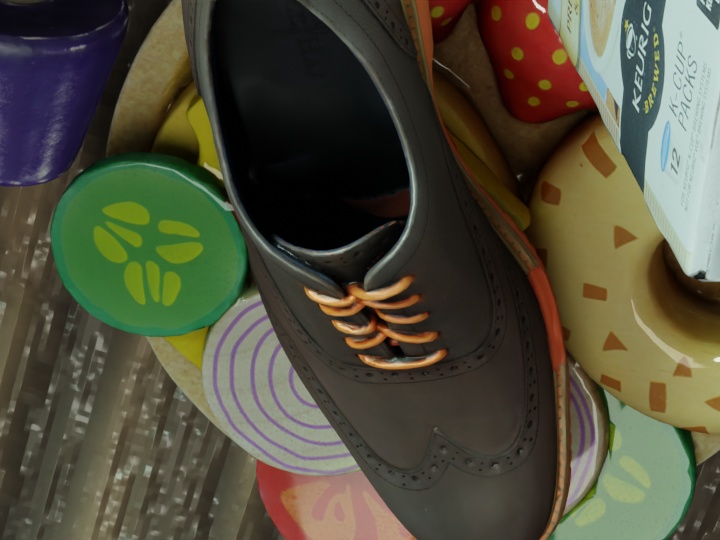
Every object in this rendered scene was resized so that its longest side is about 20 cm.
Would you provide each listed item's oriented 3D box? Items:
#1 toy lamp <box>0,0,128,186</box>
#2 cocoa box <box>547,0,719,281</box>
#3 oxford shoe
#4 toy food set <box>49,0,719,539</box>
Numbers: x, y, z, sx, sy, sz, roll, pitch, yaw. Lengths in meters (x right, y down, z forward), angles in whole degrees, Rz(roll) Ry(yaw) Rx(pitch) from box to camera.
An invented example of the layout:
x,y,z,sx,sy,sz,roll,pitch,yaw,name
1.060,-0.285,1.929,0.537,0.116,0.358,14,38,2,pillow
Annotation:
x,y,z,sx,sy,sz,roll,pitch,yaw,name
-0.079,-0.115,0.703,0.058,0.058,0.200,12,121,2,toy lamp
0.126,-0.115,0.609,0.133,0.131,0.200,-2,121,-12,cocoa box
0.000,0.000,0.688,0.071,0.073,0.200,-15,116,17,oxford shoe
0.027,-0.006,0.752,0.200,0.049,0.198,42,117,-15,toy food set
